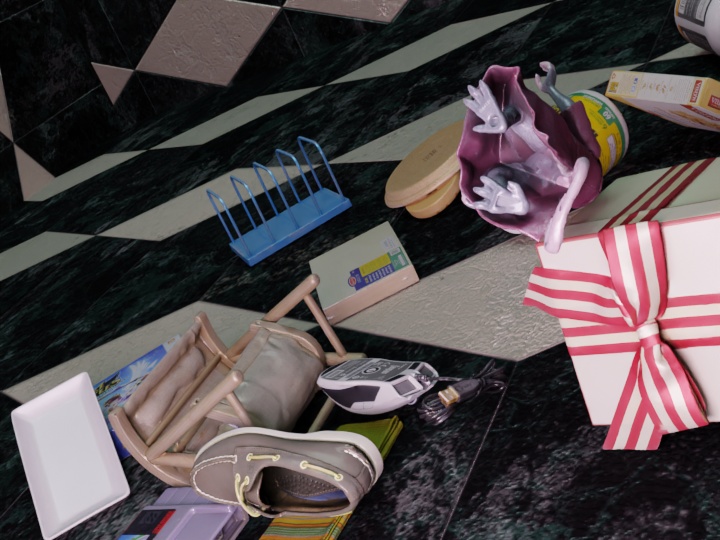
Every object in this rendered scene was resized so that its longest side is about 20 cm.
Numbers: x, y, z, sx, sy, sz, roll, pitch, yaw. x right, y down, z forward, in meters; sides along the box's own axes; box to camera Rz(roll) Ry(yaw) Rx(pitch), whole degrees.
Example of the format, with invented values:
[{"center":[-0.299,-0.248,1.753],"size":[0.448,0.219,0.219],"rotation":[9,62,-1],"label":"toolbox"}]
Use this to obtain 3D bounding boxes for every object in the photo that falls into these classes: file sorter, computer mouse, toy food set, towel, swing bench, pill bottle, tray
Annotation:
[{"center":[-0.141,-0.122,1.726],"size":[0.198,0.124,0.139],"rotation":[-31,21,-12],"label":"file sorter"},{"center":[0.041,0.119,1.018],"size":[0.198,0.045,0.109],"rotation":[-2,17,44],"label":"computer mouse"},{"center":[0.120,-0.159,1.569],"size":[0.198,0.049,0.199],"rotation":[-46,19,-15],"label":"toy food set"},{"center":[-0.034,0.206,0.964],"size":[0.085,0.018,0.200],"rotation":[-11,26,35],"label":"towel"},{"center":[-0.129,0.128,1.117],"size":[0.197,0.131,0.200],"rotation":[-19,22,34],"label":"swing bench"},{"center":[0.242,-0.135,1.301],"size":[0.199,0.114,0.112],"rotation":[-38,24,-30],"label":"pill bottle"},{"center":[0.539,-0.368,1.490],"size":[0.115,0.118,0.201],"rotation":[-24,21,6],"label":"pill bottle"},{"center":[-0.339,0.215,1.203],"size":[0.106,0.022,0.201],"rotation":[-29,48,-7],"label":"tray"}]

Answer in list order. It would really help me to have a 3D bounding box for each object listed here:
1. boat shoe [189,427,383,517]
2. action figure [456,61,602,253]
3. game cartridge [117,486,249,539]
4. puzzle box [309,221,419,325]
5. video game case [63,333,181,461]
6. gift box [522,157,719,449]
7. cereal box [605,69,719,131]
[{"center":[-0.078,0.187,0.930],"size":[0.198,0.073,0.060],"rotation":[-8,24,28],"label":"boat shoe"},{"center":[0.156,-0.089,0.813],"size":[0.148,0.136,0.198],"rotation":[31,13,34],"label":"action figure"},{"center":[-0.194,0.278,0.969],"size":[0.128,0.039,0.200],"rotation":[-7,28,34],"label":"game cartridge"},{"center":[0.000,0.000,1.401],"size":[0.131,0.026,0.200],"rotation":[-26,21,2],"label":"puzzle box"},{"center":[-0.292,0.172,1.323],"size":[0.198,0.046,0.181],"rotation":[-32,20,-12],"label":"video game case"},{"center":[0.249,0.026,0.829],"size":[0.198,0.187,0.186],"rotation":[-16,12,42],"label":"gift box"},{"center":[0.406,-0.199,1.241],"size":[0.200,0.141,0.040],"rotation":[-141,69,-68],"label":"cereal box"}]
